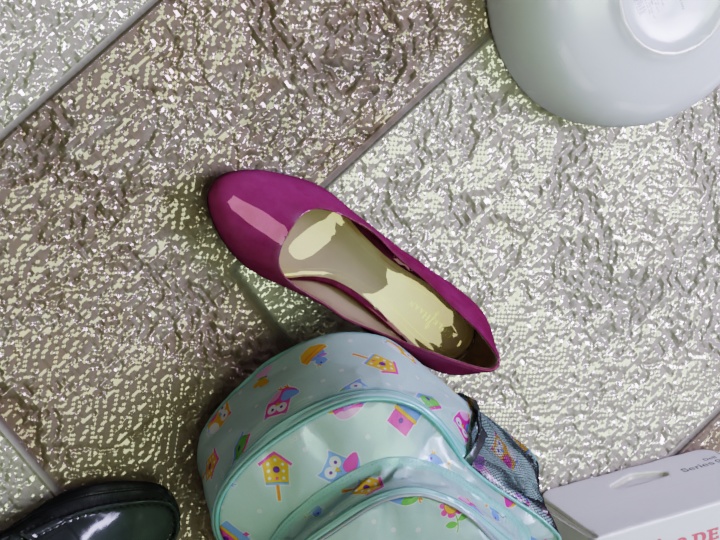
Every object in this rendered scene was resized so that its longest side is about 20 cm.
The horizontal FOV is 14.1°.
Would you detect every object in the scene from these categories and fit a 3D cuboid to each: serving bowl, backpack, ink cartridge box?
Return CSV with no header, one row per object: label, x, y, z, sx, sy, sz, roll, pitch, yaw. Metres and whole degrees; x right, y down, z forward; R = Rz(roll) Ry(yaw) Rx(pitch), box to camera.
serving bowl,0.179,-0.181,1.813,0.200,0.066,0.200,-9,109,-26
backpack,0.003,0.143,1.756,0.176,0.153,0.200,-36,114,16
ink cartridge box,0.200,0.236,1.939,0.145,0.087,0.200,-13,109,-25

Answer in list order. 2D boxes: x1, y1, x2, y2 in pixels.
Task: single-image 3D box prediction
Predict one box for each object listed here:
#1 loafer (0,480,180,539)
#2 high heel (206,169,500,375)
loafer,-0.192,0.181,1.714,0.200,0.070,0.068,-20,114,-23
high heel,0.000,0.000,1.750,0.200,0.096,0.067,27,91,-32
